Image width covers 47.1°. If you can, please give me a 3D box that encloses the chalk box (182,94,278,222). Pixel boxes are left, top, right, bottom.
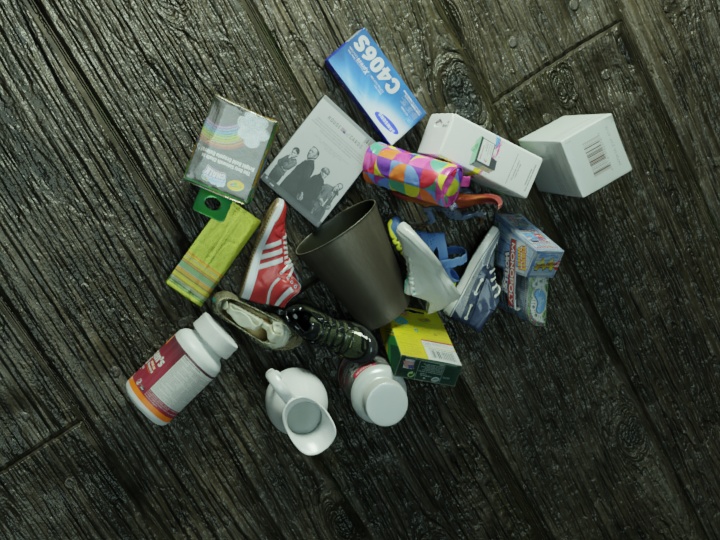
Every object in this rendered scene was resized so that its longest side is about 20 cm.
[{"bbox_3d":[-0.236,-0.192,1.478,0.122,0.124,0.203,22,95,-6],"label":"chalk box"}]

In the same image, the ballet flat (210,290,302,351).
[{"bbox_3d":[-0.196,0.105,1.569,0.198,0.075,0.069,30,91,-16],"label":"ballet flat"}]

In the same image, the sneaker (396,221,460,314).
[{"bbox_3d":[0.109,0.004,1.550,0.088,0.075,0.201,-34,118,4],"label":"sneaker"}]

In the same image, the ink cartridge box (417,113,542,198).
[{"bbox_3d":[0.224,-0.220,1.579,0.197,0.145,0.085,24,93,-16],"label":"ink cartridge box"}]

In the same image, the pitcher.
[{"bbox_3d":[-0.128,0.236,1.541,0.120,0.200,0.173,-34,105,-5],"label":"pitcher"}]

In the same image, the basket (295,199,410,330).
[{"bbox_3d":[0.000,0.000,1.573,0.179,0.136,0.202,-33,108,-6],"label":"basket"}]

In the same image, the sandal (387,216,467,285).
[{"bbox_3d":[0.135,-0.046,1.614,0.199,0.080,0.087,37,112,-24],"label":"sandal"}]

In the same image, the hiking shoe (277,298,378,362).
[{"bbox_3d":[-0.064,0.123,1.552,0.197,0.100,0.077,24,105,19],"label":"hiking shoe"}]

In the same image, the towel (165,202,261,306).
[{"bbox_3d":[-0.278,-0.035,1.559,0.086,0.018,0.201,36,89,-22],"label":"towel"}]

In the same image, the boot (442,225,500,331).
[{"bbox_3d":[0.250,0.018,1.654,0.089,0.073,0.203,29,101,5],"label":"boot"}]

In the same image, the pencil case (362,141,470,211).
[{"bbox_3d":[0.098,-0.178,1.531,0.197,0.088,0.090,22,96,29],"label":"pencil case"}]

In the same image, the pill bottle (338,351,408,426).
[{"bbox_3d":[0.027,0.225,1.576,0.108,0.200,0.113,-2,100,-13],"label":"pill bottle"}]

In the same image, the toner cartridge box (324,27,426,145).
[{"bbox_3d":[0.029,-0.346,1.565,0.095,0.043,0.201,-41,106,-3],"label":"toner cartridge box"}]

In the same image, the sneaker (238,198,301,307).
[{"bbox_3d":[-0.148,-0.028,1.561,0.110,0.071,0.203,19,102,-11],"label":"sneaker"}]

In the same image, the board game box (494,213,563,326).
[{"bbox_3d":[0.321,-0.001,1.610,0.060,0.200,0.205,0,99,-14],"label":"board game box"}]

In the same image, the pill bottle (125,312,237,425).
[{"bbox_3d":[-0.329,0.180,1.531,0.200,0.110,0.110,-44,106,-3],"label":"pill bottle"}]

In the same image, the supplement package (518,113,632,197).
[{"bbox_3d":[0.410,-0.224,1.594,0.116,0.200,0.118,-29,105,-7],"label":"supplement package"}]

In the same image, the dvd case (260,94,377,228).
[{"bbox_3d":[-0.076,-0.206,1.573,0.150,0.025,0.201,39,88,-16],"label":"dvd case"}]

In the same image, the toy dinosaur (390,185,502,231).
[{"bbox_3d":[0.152,-0.149,1.574,0.178,0.200,0.107,13,70,-13],"label":"toy dinosaur"}]

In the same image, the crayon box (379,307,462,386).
[{"bbox_3d":[0.111,0.139,1.594,0.124,0.201,0.052,12,115,-14],"label":"crayon box"}]
